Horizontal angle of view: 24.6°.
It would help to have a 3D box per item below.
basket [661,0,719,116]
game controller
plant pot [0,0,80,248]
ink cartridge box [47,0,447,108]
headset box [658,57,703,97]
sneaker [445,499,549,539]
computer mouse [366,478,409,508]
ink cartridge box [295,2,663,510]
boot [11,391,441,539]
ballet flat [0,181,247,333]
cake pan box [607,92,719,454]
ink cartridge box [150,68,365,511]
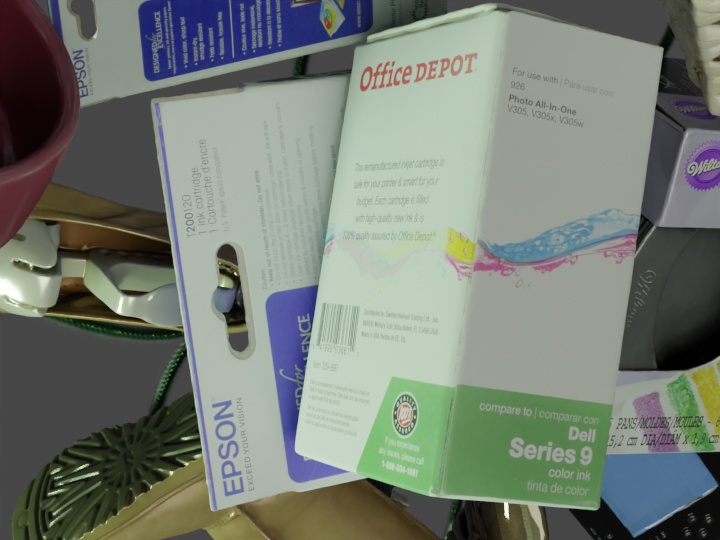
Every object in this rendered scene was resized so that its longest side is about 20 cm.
[{"bbox_3d":[0.191,-0.174,0.737,0.135,0.200,0.123,-9,129,5],"label":"basket"},{"bbox_3d":[0.164,0.109,0.992,0.104,0.042,0.200,-38,124,2],"label":"game controller"},{"bbox_3d":[-0.239,-0.040,0.671,0.200,0.200,0.179,16,127,-28],"label":"plant pot"},{"bbox_3d":[-0.053,-0.143,0.749,0.200,0.039,0.100,-16,124,-25],"label":"ink cartridge box"},{"bbox_3d":[0.217,-0.033,0.912,0.200,0.075,0.149,3,116,-23],"label":"headset box"},{"bbox_3d":[0.073,0.183,0.976,0.075,0.070,0.200,-5,125,1],"label":"sneaker"},{"bbox_3d":[0.021,0.049,0.895,0.138,0.053,0.200,31,103,-31],"label":"computer mouse"},{"bbox_3d":[0.048,-0.006,0.729,0.087,0.145,0.200,7,88,-25],"label":"ink cartridge box"},{"bbox_3d":[-0.062,0.155,0.900,0.175,0.066,0.200,-26,129,18],"label":"boot"},{"bbox_3d":[-0.135,-0.004,0.797,0.200,0.063,0.069,4,118,-23],"label":"ballet flat"},{"bbox_3d":[0.207,0.005,0.854,0.200,0.052,0.184,3,114,-24],"label":"cake pan box"},{"bbox_3d":[0.000,0.000,0.811,0.200,0.043,0.198,-10,97,-24],"label":"ink cartridge box"}]
